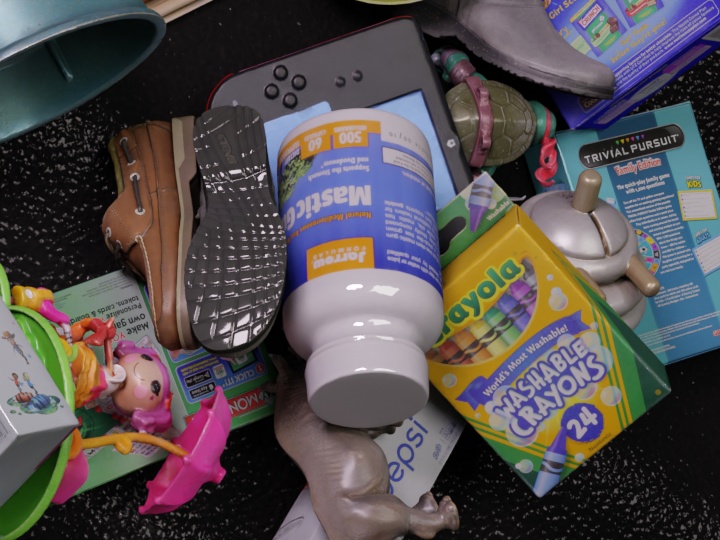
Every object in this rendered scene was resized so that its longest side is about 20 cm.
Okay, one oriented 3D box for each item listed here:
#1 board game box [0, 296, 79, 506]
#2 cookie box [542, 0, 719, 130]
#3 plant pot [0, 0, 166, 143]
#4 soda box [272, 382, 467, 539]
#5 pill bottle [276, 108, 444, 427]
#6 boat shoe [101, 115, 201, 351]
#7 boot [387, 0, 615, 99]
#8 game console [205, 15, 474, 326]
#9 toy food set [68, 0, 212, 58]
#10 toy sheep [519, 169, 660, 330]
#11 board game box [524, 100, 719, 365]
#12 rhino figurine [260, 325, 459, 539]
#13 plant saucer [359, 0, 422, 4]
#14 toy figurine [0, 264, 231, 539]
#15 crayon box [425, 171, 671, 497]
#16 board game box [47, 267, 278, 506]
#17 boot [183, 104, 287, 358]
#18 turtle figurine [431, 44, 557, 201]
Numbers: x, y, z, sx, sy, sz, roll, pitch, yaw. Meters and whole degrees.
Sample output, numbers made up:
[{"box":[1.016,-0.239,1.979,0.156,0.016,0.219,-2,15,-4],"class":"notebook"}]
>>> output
[{"box":[-0.280,0.059,1.463,0.201,0.148,0.064,55,31,15],"class":"board game box"},{"box":[0.190,-0.238,1.840,0.201,0.171,0.075,60,25,13],"class":"cookie box"},{"box":[-0.260,-0.204,1.571,0.199,0.200,0.197,-23,82,-35],"class":"plant pot"},{"box":[0.003,0.158,1.705,0.063,0.068,0.201,41,60,-16],"class":"soda box"},{"box":[0.000,0.000,1.626,0.111,0.112,0.201,15,54,-28],"class":"pill bottle"},{"box":[-0.142,-0.021,1.636,0.067,0.072,0.201,-6,45,1],"class":"boat shoe"},{"box":[0.123,-0.218,1.799,0.132,0.199,0.070,-65,161,7],"class":"boot"},{"box":[-0.007,-0.067,1.734,0.176,0.031,0.201,-19,93,-7],"class":"game console"},{"box":[-0.160,-0.251,1.716,0.199,0.060,0.144,-31,95,-35],"class":"toy food set"},{"box":[0.157,0.009,1.784,0.137,0.201,0.138,10,36,-8],"class":"toy sheep"},{"box":[0.227,-0.023,1.909,0.150,0.047,0.201,-14,84,-34],"class":"board game box"},{"box":[-0.013,0.115,1.644,0.087,0.060,0.201,-18,59,-18],"class":"rhino figurine"},{"box":[0.041,-0.287,1.803,0.031,0.198,0.202,45,47,-62],"class":"plant saucer"},{"box":[-0.173,0.089,1.565,0.183,0.150,0.201,11,46,-43],"class":"toy figurine"},{"box":[0.109,0.047,1.688,0.200,0.126,0.052,47,14,-12],"class":"crayon box"},{"box":[-0.157,0.067,1.651,0.199,0.029,0.135,-20,89,-35],"class":"board game box"},{"box":[-0.076,-0.002,1.610,0.067,0.131,0.201,-4,54,4],"class":"boot"},{"box":[0.075,-0.110,1.810,0.199,0.101,0.151,2,71,-24],"class":"turtle figurine"}]
